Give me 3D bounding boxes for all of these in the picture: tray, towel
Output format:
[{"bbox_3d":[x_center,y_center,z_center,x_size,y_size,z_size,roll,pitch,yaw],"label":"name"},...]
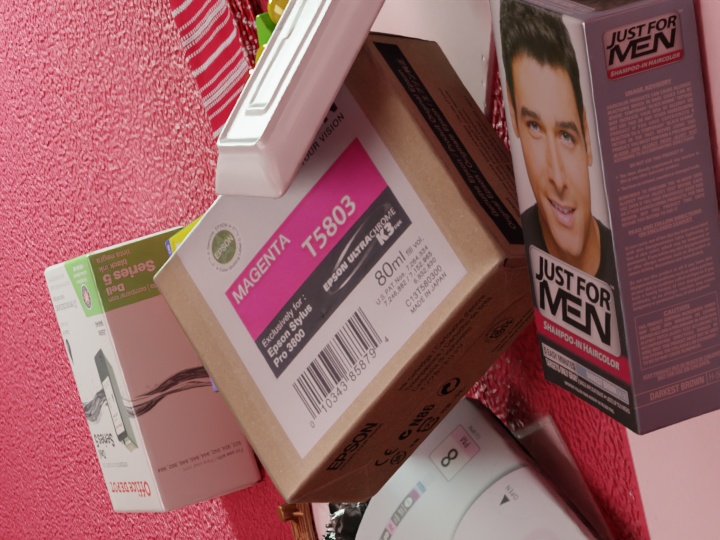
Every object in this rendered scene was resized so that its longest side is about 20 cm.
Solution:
[{"bbox_3d":[-0.021,-0.131,1.436,0.201,0.022,0.107,-63,19,-8],"label":"tray"},{"bbox_3d":[-0.097,-0.159,1.804,0.145,0.022,0.201,152,101,-70],"label":"towel"}]

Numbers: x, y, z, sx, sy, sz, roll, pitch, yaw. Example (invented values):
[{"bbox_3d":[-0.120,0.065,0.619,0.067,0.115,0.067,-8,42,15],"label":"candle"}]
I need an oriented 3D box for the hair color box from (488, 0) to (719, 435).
[{"bbox_3d":[0.119,-0.036,1.278,0.099,0.060,0.201,-150,47,-62],"label":"hair color box"}]

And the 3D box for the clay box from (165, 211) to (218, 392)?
[{"bbox_3d":[-0.071,0.011,1.833,0.200,0.047,0.116,150,102,-70],"label":"clay box"}]

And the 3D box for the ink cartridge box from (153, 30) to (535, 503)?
[{"bbox_3d":[0.000,0.000,1.453,0.200,0.075,0.165,-50,59,28],"label":"ink cartridge box"}]

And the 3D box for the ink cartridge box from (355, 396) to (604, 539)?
[{"bbox_3d":[0.039,0.190,1.497,0.057,0.200,0.163,44,-177,-42],"label":"ink cartridge box"}]

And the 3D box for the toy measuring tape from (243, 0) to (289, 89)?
[{"bbox_3d":[-0.027,-0.071,1.624,0.074,0.073,0.201,36,138,59],"label":"toy measuring tape"}]

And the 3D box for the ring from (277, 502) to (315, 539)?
[{"bbox_3d":[-0.016,0.193,1.874,0.200,0.019,0.202,163,90,-71],"label":"ring"}]

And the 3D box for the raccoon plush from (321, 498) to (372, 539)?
[{"bbox_3d":[0.041,0.192,1.638,0.201,0.096,0.134,61,-178,2],"label":"raccoon plush"}]

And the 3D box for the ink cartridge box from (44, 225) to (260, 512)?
[{"bbox_3d":[-0.159,0.078,2.063,0.145,0.084,0.201,-14,92,70],"label":"ink cartridge box"}]
